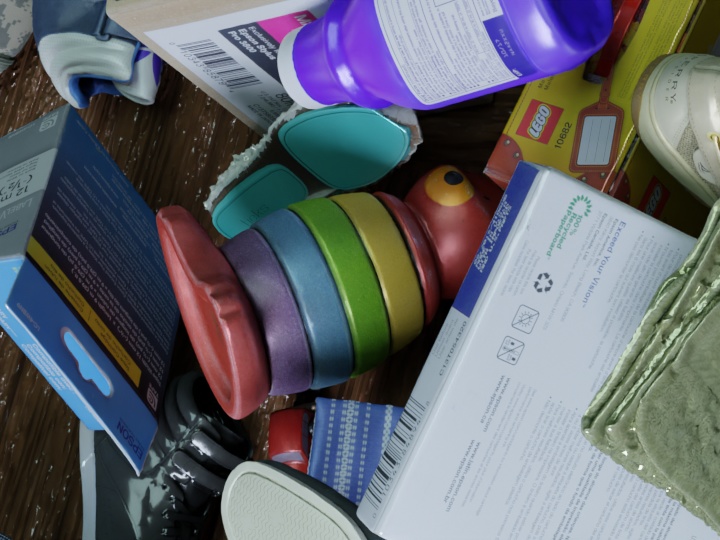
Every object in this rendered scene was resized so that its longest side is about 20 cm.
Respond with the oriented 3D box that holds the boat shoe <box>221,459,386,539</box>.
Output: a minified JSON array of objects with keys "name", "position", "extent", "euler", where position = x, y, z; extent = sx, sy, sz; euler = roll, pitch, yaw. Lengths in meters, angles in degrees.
[{"name":"boat shoe","position":[0.013,0.164,1.003],"extent":[0.199,0.067,0.072],"euler":[33,111,20]}]

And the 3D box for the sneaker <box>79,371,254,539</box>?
[{"name":"sneaker","position":[-0.110,0.147,1.177],"extent":[0.099,0.071,0.201],"euler":[-28,54,23]}]

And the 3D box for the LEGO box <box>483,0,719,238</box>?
[{"name":"LEGO box","position":[0.169,-0.104,1.072],"extent":[0.077,0.149,0.201],"euler":[22,82,35]}]

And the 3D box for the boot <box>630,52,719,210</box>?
[{"name":"boot","position":[0.244,-0.040,0.950],"extent":[0.073,0.200,0.155],"euler":[-56,21,-16]}]

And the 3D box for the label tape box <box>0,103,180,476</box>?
[{"name":"label tape box","position":[-0.175,0.016,1.180],"extent":[0.066,0.144,0.201],"euler":[-22,33,21]}]

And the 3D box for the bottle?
[{"name":"bottle","position":[0.038,-0.128,1.037],"extent":[0.199,0.065,0.084],"euler":[-13,106,46]}]

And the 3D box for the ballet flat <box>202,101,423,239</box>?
[{"name":"ballet flat","position":[-0.028,-0.078,1.194],"extent":[0.200,0.071,0.072],"euler":[-27,55,48]}]

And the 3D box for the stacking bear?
[{"name":"stacking bear","position":[0.000,0.000,1.128],"extent":[0.199,0.114,0.122],"euler":[-21,40,-14]}]

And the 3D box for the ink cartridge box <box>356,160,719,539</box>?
[{"name":"ink cartridge box","position":[0.125,0.073,0.987],"extent":[0.197,0.199,0.043],"euler":[-64,23,2]}]

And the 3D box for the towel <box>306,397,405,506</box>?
[{"name":"towel","position":[0.066,0.145,1.048],"extent":[0.198,0.024,0.146],"euler":[7,66,1]}]

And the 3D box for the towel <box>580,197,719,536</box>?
[{"name":"towel","position":[0.205,0.065,0.959],"extent":[0.149,0.200,0.036],"euler":[-53,31,0]}]

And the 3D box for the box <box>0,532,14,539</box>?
[{"name":"box","position":[-0.177,0.260,1.142],"extent":[0.199,0.044,0.161],"euler":[21,111,35]}]

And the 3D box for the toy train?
[{"name":"toy train","position":[-0.038,0.105,1.168],"extent":[0.034,0.046,0.202],"euler":[-12,65,25]}]

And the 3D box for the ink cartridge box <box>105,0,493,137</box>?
[{"name":"ink cartridge box","position":[-0.031,-0.157,1.179],"extent":[0.164,0.200,0.076],"euler":[-8,66,28]}]

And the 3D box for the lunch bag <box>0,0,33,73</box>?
[{"name":"lunch bag","position":[-0.339,-0.202,1.421],"extent":[0.168,0.139,0.200],"euler":[-49,54,20]}]

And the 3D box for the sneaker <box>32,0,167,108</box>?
[{"name":"sneaker","position":[-0.132,-0.186,1.332],"extent":[0.199,0.081,0.148],"euler":[-20,71,16]}]
